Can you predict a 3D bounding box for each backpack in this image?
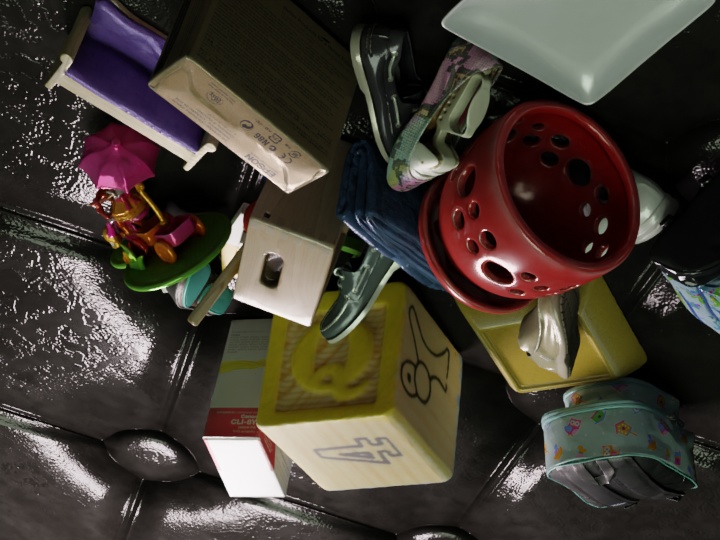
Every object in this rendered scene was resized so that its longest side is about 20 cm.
[{"bbox_3d":[0.332,0.225,1.929,0.175,0.154,0.200,-14,159,33],"label":"backpack"},{"bbox_3d":[0.426,0.002,1.645,0.154,0.163,0.200,39,168,32],"label":"backpack"}]

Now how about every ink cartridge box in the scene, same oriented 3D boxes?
[{"bbox_3d":[-0.138,0.184,1.994,0.083,0.201,0.146,-2,139,14],"label":"ink cartridge box"},{"bbox_3d":[-0.105,-0.206,1.535,0.200,0.165,0.075,38,138,-27],"label":"ink cartridge box"}]

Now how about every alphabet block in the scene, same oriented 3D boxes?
[{"bbox_3d":[0.004,0.154,1.901,0.195,0.196,0.200,-10,143,23],"label":"alphabet block"}]

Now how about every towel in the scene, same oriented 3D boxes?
[{"bbox_3d":[0.054,-0.062,1.684,0.048,0.112,0.200,-15,146,36],"label":"towel"}]

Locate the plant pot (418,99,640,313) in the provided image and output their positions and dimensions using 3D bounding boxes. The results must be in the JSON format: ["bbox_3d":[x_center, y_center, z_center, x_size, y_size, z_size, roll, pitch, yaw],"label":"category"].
[{"bbox_3d":[0.176,-0.063,1.610,0.200,0.201,0.182,30,148,-20],"label":"plant pot"}]

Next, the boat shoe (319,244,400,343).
[{"bbox_3d":[0.000,0.000,1.793,0.062,0.073,0.200,30,112,-16],"label":"boat shoe"}]

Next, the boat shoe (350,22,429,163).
[{"bbox_3d":[0.046,-0.182,1.595,0.062,0.073,0.201,-2,135,23],"label":"boat shoe"}]

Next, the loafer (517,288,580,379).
[{"bbox_3d":[0.222,0.071,1.758,0.068,0.076,0.200,10,152,15],"label":"loafer"}]

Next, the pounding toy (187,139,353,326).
[{"bbox_3d":[-0.095,-0.036,1.720,0.141,0.185,0.200,20,142,1],"label":"pounding toy"}]

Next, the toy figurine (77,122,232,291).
[{"bbox_3d":[-0.277,-0.094,1.785,0.199,0.150,0.185,7,134,48],"label":"toy figurine"}]

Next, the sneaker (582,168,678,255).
[{"bbox_3d":[0.272,-0.054,1.699,0.088,0.075,0.200,42,135,-7],"label":"sneaker"}]

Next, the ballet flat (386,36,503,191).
[{"bbox_3d":[0.090,-0.153,1.565,0.069,0.071,0.201,4,126,-41],"label":"ballet flat"}]

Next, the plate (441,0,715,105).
[{"bbox_3d":[0.214,-0.266,1.462,0.199,0.032,0.200,25,140,-22],"label":"plate"}]

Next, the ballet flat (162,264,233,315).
[{"bbox_3d":[-0.220,0.016,1.877,0.068,0.068,0.200,29,171,14],"label":"ballet flat"}]

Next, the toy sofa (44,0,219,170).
[{"bbox_3d":[-0.239,-0.208,1.639,0.199,0.083,0.097,31,140,-21],"label":"toy sofa"}]

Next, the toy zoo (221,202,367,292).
[{"bbox_3d":[-0.098,-0.020,1.876,0.199,0.021,0.131,17,141,-4],"label":"toy zoo"}]

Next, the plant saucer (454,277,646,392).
[{"bbox_3d":[0.242,0.090,1.888,0.199,0.049,0.200,-11,135,27],"label":"plant saucer"}]
